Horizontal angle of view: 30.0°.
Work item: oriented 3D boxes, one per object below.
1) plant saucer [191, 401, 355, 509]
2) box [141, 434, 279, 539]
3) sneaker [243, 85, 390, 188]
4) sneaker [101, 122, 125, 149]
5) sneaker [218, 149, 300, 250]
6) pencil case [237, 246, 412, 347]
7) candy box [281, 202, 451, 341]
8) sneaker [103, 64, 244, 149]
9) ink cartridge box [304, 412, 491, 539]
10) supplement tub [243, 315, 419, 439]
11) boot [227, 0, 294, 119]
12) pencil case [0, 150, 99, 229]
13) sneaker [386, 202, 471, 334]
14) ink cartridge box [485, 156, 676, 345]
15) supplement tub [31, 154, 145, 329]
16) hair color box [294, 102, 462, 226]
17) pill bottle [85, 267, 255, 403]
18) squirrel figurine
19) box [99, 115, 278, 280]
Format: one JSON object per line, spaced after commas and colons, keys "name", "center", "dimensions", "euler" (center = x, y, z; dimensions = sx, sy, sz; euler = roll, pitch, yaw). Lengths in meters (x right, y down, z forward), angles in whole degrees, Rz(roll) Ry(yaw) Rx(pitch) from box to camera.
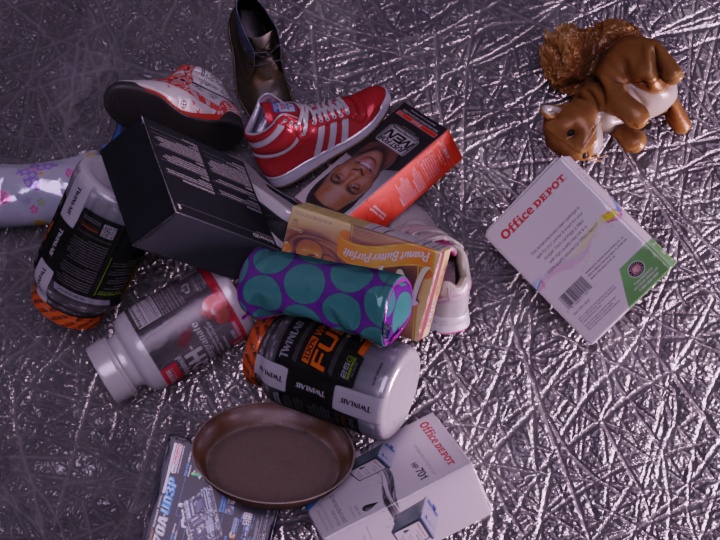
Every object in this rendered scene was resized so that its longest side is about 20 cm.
{"name": "plant saucer", "center": [-0.106, 0.230, 1.639], "dimensions": [0.199, 0.201, 0.032], "euler": [3, 120, -1]}
{"name": "box", "center": [-0.186, 0.319, 1.676], "dimensions": [0.158, 0.046, 0.201], "euler": [13, 77, 2]}
{"name": "sneaker", "center": [-0.060, -0.204, 1.757], "dimensions": [0.200, 0.113, 0.071], "euler": [-36, 39, -3]}
{"name": "sneaker", "center": [-0.301, -0.125, 1.773], "dimensions": [0.078, 0.066, 0.201], "euler": [-2, 76, 8]}
{"name": "sneaker", "center": [-0.165, -0.075, 1.758], "dimensions": [0.200, 0.073, 0.112], "euler": [37, 106, 26]}
{"name": "pencil case", "center": [-0.043, 0.033, 1.600], "dimensions": [0.199, 0.085, 0.093], "euler": [13, 107, 17]}
{"name": "candy box", "center": [0.000, 0.000, 1.655], "dimensions": [0.199, 0.055, 0.116], "euler": [18, 103, 14]}
{"name": "sneaker", "center": [-0.251, -0.225, 1.746], "dimensions": [0.201, 0.067, 0.108], "euler": [13, 38, -35]}
{"name": "ink cartridge box", "center": [0.038, 0.277, 1.634], "dimensions": [0.199, 0.146, 0.086], "euler": [-27, 115, -7]}
{"name": "supplement tub", "center": [-0.037, 0.124, 1.666], "dimensions": [0.199, 0.123, 0.123], "euler": [17, 76, 20]}
{"name": "boot", "center": [-0.135, -0.272, 1.791], "dimensions": [0.074, 0.097, 0.201], "euler": [-18, 78, -8]}
{"name": "pencil case", "center": [-0.428, -0.103, 1.749], "dimensions": [0.199, 0.083, 0.091], "euler": [-7, 97, -2]}
{"name": "sneaker", "center": [0.094, -0.021, 1.722], "dimensions": [0.081, 0.088, 0.201], "euler": [-14, 56, -24]}
{"name": "ink cartridge box", "center": [0.282, -0.029, 1.727], "dimensions": [0.200, 0.084, 0.145], "euler": [46, 107, 9]}
{"name": "supplement tub", "center": [-0.332, -0.032, 1.680], "dimensions": [0.122, 0.123, 0.201], "euler": [32, 113, 6]}
{"name": "hair color box", "center": [0.024, -0.121, 1.757], "dimensions": [0.200, 0.061, 0.101], "euler": [-42, 45, -10]}
{"name": "pill bottle", "center": [-0.241, 0.081, 1.698], "dimensions": [0.199, 0.111, 0.111], "euler": [-31, 79, -8]}
{"name": "squirrel figurine", "center": [0.315, -0.238, 1.796], "dimensions": [0.186, 0.142, 0.201], "euler": [-30, 65, 2]}
{"name": "box", "center": [-0.203, -0.082, 1.613], "dimensions": [0.079, 0.200, 0.142], "euler": [-36, 61, 20]}
